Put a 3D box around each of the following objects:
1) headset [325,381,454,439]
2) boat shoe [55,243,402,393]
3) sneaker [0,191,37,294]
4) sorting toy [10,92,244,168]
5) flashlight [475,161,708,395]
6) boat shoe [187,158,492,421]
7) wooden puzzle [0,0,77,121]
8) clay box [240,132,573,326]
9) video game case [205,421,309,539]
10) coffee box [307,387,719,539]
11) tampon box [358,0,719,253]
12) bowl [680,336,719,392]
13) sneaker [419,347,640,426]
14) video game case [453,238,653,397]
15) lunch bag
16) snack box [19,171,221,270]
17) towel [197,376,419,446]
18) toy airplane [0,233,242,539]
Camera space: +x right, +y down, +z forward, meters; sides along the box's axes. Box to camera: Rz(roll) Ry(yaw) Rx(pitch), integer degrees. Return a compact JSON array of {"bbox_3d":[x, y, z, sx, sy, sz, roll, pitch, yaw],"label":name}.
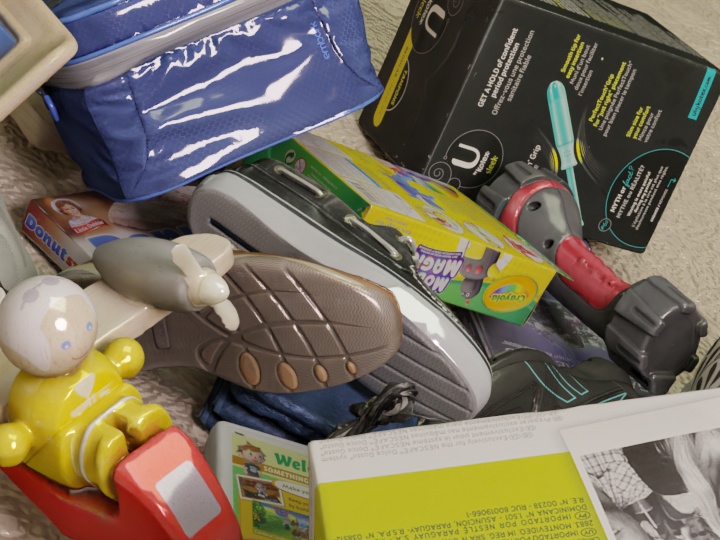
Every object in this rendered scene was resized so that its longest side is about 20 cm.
[{"bbox_3d":[0.077,0.131,1.027,0.200,0.094,0.124,44,29,-12],"label":"headset"},{"bbox_3d":[-0.069,0.015,1.053,0.199,0.076,0.072,5,23,20],"label":"boat shoe"},{"bbox_3d":[-0.238,-0.045,1.083,0.079,0.074,0.200,13,35,-51],"label":"sneaker"},{"bbox_3d":[-0.150,-0.152,1.306,0.198,0.070,0.200,4,32,-38],"label":"sorting toy"},{"bbox_3d":[0.148,-0.003,1.300,0.200,0.068,0.068,43,-10,52],"label":"flashlight"},{"bbox_3d":[0.000,0.000,1.085,0.200,0.072,0.071,39,50,15],"label":"boat shoe"},{"bbox_3d":[-0.266,-0.115,1.046,0.200,0.185,0.046,48,0,33],"label":"wooden puzzle"},{"bbox_3d":[0.032,-0.025,1.234,0.200,0.048,0.115,19,17,-45],"label":"clay box"},{"bbox_3d":[0.017,0.171,0.993,0.200,0.022,0.182,18,38,-20],"label":"video game case"},{"bbox_3d":[0.089,0.189,0.776,0.199,0.200,0.198,-6,43,-6],"label":"coffee box"},{"bbox_3d":[0.128,-0.124,1.449,0.200,0.150,0.126,15,20,-28],"label":"tampon box"},{"bbox_3d":[0.251,0.107,1.234,0.094,0.201,0.200,-5,3,39],"label":"bowl"},{"bbox_3d":[0.114,0.094,1.176,0.200,0.075,0.079,0,45,-49],"label":"sneaker"},{"bbox_3d":[0.119,0.019,1.366,0.143,0.019,0.200,16,32,-25],"label":"video game case"},{"bbox_3d":[-0.102,-0.132,1.150,0.200,0.133,0.136,-25,17,-18],"label":"lunch bag"},{"bbox_3d":[-0.108,-0.024,1.208,0.072,0.024,0.200,42,30,24],"label":"snack box"},{"bbox_3d":[-0.013,0.054,1.150,0.111,0.049,0.200,30,27,-1],"label":"towel"},{"bbox_3d":[-0.152,0.048,0.924,0.198,0.141,0.200,4,48,-7],"label":"toy airplane"}]
